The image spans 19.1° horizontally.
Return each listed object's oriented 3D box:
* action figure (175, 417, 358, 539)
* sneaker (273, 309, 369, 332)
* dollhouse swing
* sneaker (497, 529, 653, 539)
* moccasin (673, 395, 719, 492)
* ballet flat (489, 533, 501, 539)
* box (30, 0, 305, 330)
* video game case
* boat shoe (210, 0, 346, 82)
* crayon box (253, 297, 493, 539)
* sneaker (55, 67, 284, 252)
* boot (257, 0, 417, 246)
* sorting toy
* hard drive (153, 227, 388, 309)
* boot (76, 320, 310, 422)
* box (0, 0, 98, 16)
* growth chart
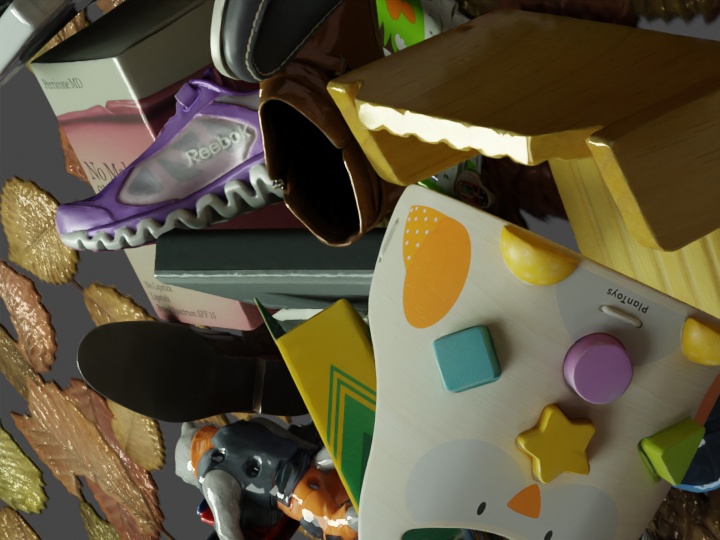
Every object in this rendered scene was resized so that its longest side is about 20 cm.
[{"bbox_3d":[-0.037,0.127,1.476,0.191,0.200,0.105,4,122,17],"label":"action figure"},{"bbox_3d":[0.021,0.050,1.393,0.199,0.069,0.100,17,142,54],"label":"sneaker"},{"bbox_3d":[0.116,-0.024,1.073,0.199,0.181,0.177,18,125,47],"label":"dollhouse swing"},{"bbox_3d":[0.140,0.146,1.192,0.200,0.070,0.108,47,150,-13],"label":"sneaker"},{"bbox_3d":[0.135,0.061,1.231,0.198,0.081,0.069,13,132,31],"label":"moccasin"},{"bbox_3d":[0.146,0.186,1.319,0.199,0.064,0.067,25,155,-28],"label":"ballet flat"},{"bbox_3d":[-0.105,-0.075,1.392,0.127,0.109,0.201,4,125,55],"label":"box"},{"bbox_3d":[-0.174,-0.175,1.310,0.023,0.182,0.200,45,153,-7],"label":"video game case"},{"bbox_3d":[-0.003,-0.174,1.061,0.063,0.201,0.073,35,-176,29],"label":"boat shoe"},{"bbox_3d":[0.017,0.104,1.237,0.201,0.051,0.126,62,-175,33],"label":"crayon box"},{"bbox_3d":[-0.094,-0.071,1.273,0.080,0.198,0.089,-28,-82,-76],"label":"sneaker"},{"bbox_3d":[-0.038,-0.112,1.158,0.076,0.155,0.201,-24,103,24],"label":"boot"},{"bbox_3d":[0.087,0.082,1.053,0.199,0.181,0.107,23,-179,-16],"label":"sorting toy"},{"bbox_3d":[0.000,0.000,1.238,0.198,0.139,0.033,0,82,30],"label":"hard drive"},{"bbox_3d":[-0.140,0.061,1.523,0.200,0.185,0.065,19,94,65],"label":"boot"},{"bbox_3d":[-0.272,-0.236,1.376,0.117,0.196,0.201,40,149,25],"label":"box"},{"bbox_3d":[0.022,-0.118,1.250,0.144,0.018,0.201,27,139,39],"label":"growth chart"}]
